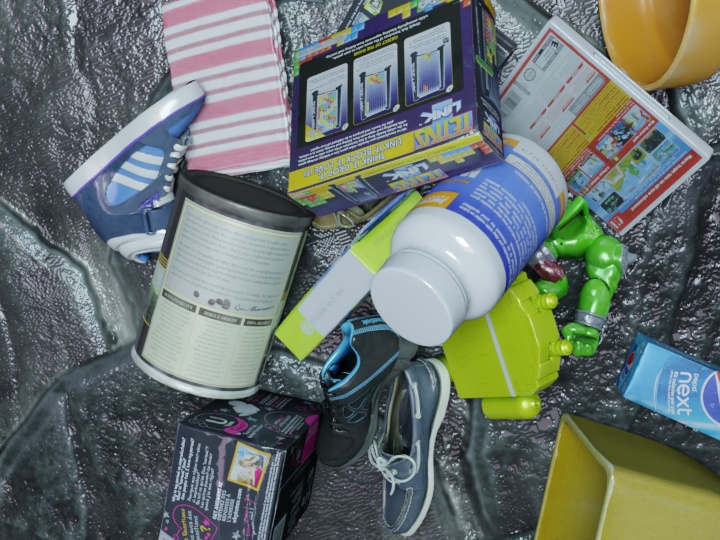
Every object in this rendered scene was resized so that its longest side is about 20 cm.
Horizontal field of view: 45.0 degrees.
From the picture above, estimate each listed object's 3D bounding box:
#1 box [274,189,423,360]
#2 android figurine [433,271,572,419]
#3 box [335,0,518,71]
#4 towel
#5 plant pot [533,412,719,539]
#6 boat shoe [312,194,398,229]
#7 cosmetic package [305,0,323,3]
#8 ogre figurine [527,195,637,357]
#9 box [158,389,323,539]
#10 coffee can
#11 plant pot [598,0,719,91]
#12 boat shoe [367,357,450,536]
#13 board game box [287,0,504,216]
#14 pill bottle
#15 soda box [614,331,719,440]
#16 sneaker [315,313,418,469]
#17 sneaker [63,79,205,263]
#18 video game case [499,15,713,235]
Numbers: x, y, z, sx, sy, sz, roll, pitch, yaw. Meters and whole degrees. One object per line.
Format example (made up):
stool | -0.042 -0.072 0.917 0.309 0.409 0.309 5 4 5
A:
box | 0.000 0.000 0.870 0.048 0.122 0.200 45 138 2
android figurine | 0.132 0.064 0.881 0.041 0.199 0.184 -19 90 -34
box | 0.040 -0.195 0.897 0.161 0.049 0.201 38 123 2
towel | -0.142 -0.206 0.949 0.145 0.030 0.202 -5 98 28
plant pot | 0.297 0.277 0.863 0.198 0.196 0.196 11 96 0
boat shoe | 0.006 -0.091 0.896 0.200 0.063 0.074 -23 105 38
cosmetic package | -0.135 -0.347 0.947 0.198 0.051 0.084 9 93 8
ogre figurine | 0.194 -0.016 0.893 0.120 0.098 0.200 -45 45 6
box | -0.119 0.210 0.911 0.113 0.200 0.134 12 96 9
coffee can | -0.146 0.012 0.919 0.145 0.146 0.202 20 102 7
plant pot | 0.348 -0.280 0.818 0.181 0.200 0.203 -7 93 -7
boat shoe | 0.046 0.192 0.934 0.061 0.075 0.202 2 108 -36
board game box | 0.029 -0.156 0.802 0.198 0.057 0.167 -14 64 30
pill bottle | 0.096 -0.028 0.779 0.111 0.200 0.113 26 140 24
soda box | 0.371 0.137 0.897 0.198 0.068 0.065 23 98 7
sneaker | -0.016 0.124 0.907 0.073 0.081 0.201 48 126 43
sneaker | -0.214 -0.097 0.962 0.199 0.081 0.147 -36 105 13
video game case | 0.231 -0.140 0.876 0.200 0.017 0.143 42 144 4
